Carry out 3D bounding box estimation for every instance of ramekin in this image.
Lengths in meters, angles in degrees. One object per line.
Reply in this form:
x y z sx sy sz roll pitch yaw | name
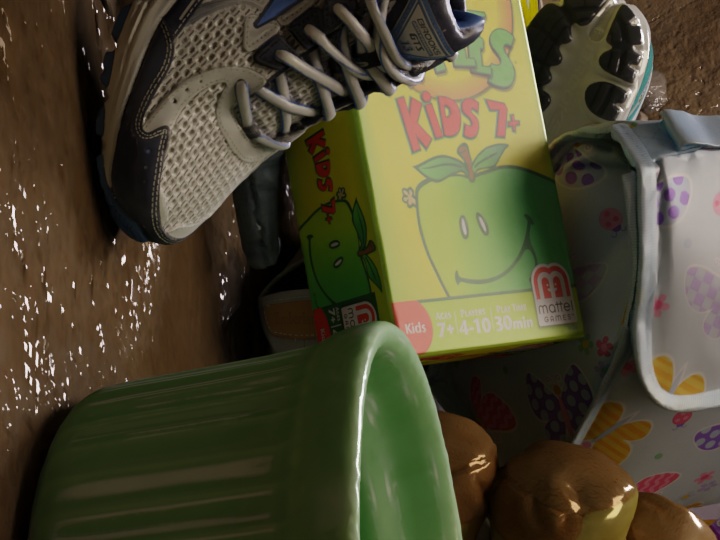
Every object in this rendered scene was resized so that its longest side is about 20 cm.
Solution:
-0.028 0.119 0.701 0.200 0.098 0.200 -6 90 -80 | ramekin

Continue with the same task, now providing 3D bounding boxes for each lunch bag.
0.146 0.014 1.012 0.127 0.169 0.200 60 -39 35 | lunch bag

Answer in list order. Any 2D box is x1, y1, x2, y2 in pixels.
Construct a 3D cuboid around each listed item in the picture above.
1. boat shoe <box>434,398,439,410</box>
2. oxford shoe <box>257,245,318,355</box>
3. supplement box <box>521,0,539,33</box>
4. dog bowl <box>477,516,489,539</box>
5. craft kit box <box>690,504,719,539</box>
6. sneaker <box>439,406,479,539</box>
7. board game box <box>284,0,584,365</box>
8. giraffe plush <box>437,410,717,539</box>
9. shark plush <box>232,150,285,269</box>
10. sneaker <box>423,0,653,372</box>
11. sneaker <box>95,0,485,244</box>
0.028 0.013 1.176 0.072 0.065 0.200 -79 161 -67 | boat shoe
0.000 0.000 1.012 0.200 0.075 0.058 -60 144 -66 | oxford shoe
0.018 -0.172 1.114 0.200 0.109 0.110 69 18 -54 | supplement box
0.091 0.184 1.172 0.200 0.074 0.200 167 -90 -74 | dog bowl
0.140 0.182 1.321 0.198 0.200 0.049 -85 164 -49 | craft kit box
0.045 0.071 1.280 0.071 0.073 0.200 -166 -116 -70 | sneaker
0.020 -0.064 0.934 0.101 0.048 0.200 -5 82 -40 | board game box
0.039 0.175 0.956 0.200 0.172 0.162 114 -9 -57 | giraffe plush
-0.058 -0.095 0.865 0.083 0.091 0.200 -46 150 -47 | shark plush
0.086 -0.033 1.124 0.200 0.077 0.080 -60 160 0 | sneaker
-0.009 -0.088 0.776 0.200 0.085 0.077 -55 150 -13 | sneaker
